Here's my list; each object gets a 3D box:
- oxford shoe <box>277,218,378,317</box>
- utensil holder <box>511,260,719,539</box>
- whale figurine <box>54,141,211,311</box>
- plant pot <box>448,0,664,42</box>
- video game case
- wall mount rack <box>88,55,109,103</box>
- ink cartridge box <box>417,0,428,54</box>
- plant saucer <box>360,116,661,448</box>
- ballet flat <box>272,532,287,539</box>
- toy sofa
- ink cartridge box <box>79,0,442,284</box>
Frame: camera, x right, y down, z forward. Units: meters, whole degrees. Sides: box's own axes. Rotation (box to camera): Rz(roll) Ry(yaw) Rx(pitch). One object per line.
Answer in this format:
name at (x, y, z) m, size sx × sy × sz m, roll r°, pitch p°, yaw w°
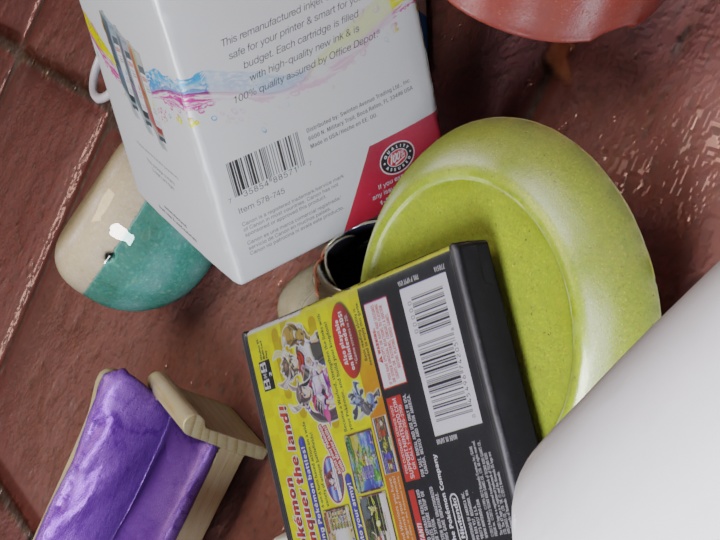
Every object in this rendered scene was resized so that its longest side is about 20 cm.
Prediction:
oxford shoe at (0.000, 0.000, 0.964) m, size 0.199 × 0.073 × 0.072 m, roll -19°, pitch 54°, yaw 53°
utensil holder at (0.168, 0.061, 0.550) m, size 0.200 × 0.169 × 0.171 m, roll -48°, pitch 35°, yaw 33°
whale figurine at (-0.147, -0.046, 1.244) m, size 0.160 × 0.103 × 0.200 m, roll -52°, pitch 8°, yaw 25°
plant pot at (0.107, -0.228, 0.795) m, size 0.196 × 0.198 × 0.203 m, roll 103°, pitch 170°, yaw -55°
video game case at (0.021, 0.105, 0.821) m, size 0.180 × 0.025 × 0.202 m, roll -23°, pitch 78°, yaw 49°
wall mount rack at (-0.165, -0.229, 1.404) m, size 0.174 × 0.074 × 0.202 m, roll 37°, pitch 103°, yaw 56°
ink cartridge box at (-0.029, -0.190, 1.130) m, size 0.146 × 0.084 × 0.202 m, roll -36°, pitch 41°, yaw 42°
plant saucer at (0.059, 0.028, 0.809) m, size 0.199 × 0.031 × 0.203 m, roll 7°, pitch 99°, yaw 49°
ballet flat at (-0.053, 0.196, 0.926) m, size 0.201 × 0.067 × 0.068 m, roll -57°, pitch 31°, yaw 18°
toy sofa at (-0.151, 0.170, 1.078) m, size 0.202 × 0.097 × 0.083 m, roll -63°, pitch 29°, yaw 6°
ink cartridge box at (-0.060, -0.130, 0.916) m, size 0.145 × 0.144 × 0.202 m, roll 40°, pitch 149°, yaw 50°
